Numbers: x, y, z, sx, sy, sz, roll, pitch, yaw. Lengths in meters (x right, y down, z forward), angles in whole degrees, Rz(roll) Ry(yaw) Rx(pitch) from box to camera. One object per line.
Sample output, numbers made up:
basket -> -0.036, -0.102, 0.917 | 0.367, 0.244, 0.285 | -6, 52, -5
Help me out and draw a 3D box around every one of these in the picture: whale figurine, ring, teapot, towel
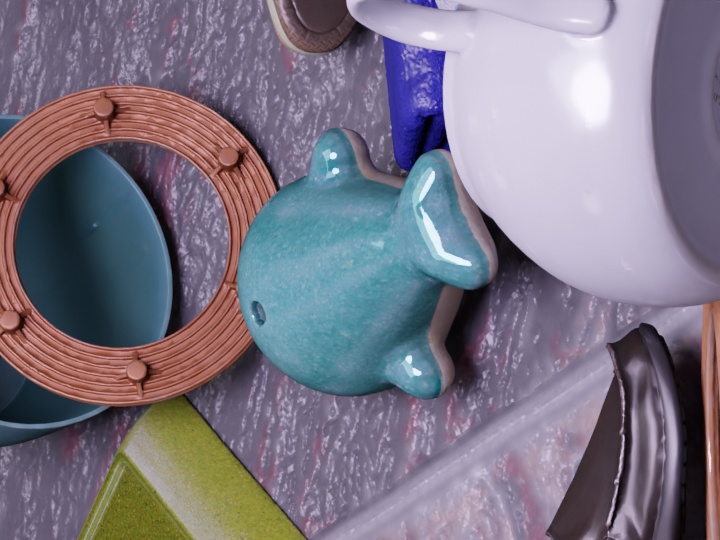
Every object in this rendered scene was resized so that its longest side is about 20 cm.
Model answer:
whale figurine -> 0.000, 0.000, 1.457 | 0.200, 0.103, 0.160 | -29, 81, 63
ring -> -0.144, -0.018, 1.608 | 0.019, 0.200, 0.201 | 89, 171, -75
ring -> 0.175, 0.084, 1.254 | 0.019, 0.200, 0.201 | -2, 84, 4
teapot -> 0.099, -0.079, 1.156 | 0.146, 0.197, 0.201 | 4, 121, 34
towel -> 0.036, -0.163, 1.469 | 0.148, 0.049, 0.201 | 91, 174, -80

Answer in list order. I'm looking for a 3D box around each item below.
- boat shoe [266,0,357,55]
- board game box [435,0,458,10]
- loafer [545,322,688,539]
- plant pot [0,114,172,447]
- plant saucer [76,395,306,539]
boat shoe -> -0.036, -0.219, 1.585 | 0.076, 0.071, 0.201 | -24, 62, 60
board game box -> 0.126, -0.107, 1.317 | 0.200, 0.043, 0.200 | -1, 116, 55
loafer -> 0.128, 0.126, 1.344 | 0.071, 0.073, 0.201 | 1, 88, 6
plant pot -> -0.240, 0.022, 1.697 | 0.161, 0.200, 0.201 | -34, 62, 59
plant saucer -> -0.123, 0.207, 1.652 | 0.200, 0.048, 0.200 | 45, 119, 39
